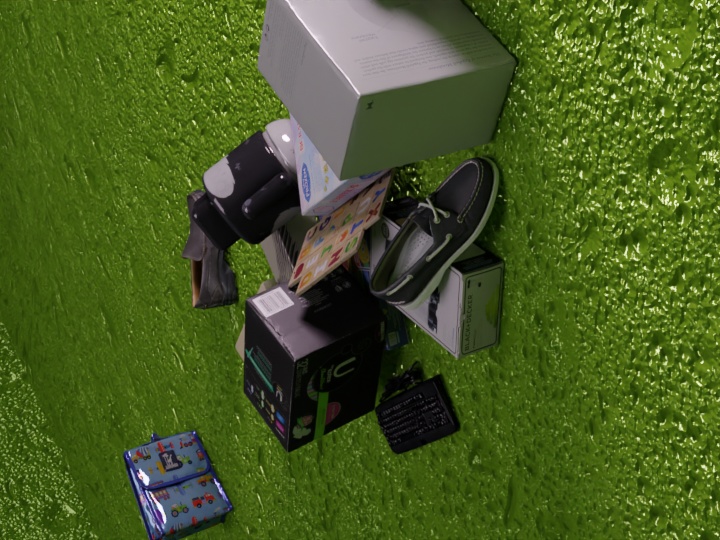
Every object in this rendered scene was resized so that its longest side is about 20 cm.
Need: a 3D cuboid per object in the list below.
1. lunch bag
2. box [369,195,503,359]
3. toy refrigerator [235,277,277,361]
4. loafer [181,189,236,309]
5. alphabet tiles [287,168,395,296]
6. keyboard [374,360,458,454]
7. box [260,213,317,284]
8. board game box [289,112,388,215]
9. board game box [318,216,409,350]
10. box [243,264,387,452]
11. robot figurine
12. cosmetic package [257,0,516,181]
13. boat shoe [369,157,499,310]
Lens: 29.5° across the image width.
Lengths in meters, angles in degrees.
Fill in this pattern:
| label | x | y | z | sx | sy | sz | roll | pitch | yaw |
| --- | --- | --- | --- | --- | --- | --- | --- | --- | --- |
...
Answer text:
| label | x | y | z | sx | sy | sz | roll | pitch | yaw |
| --- | --- | --- | --- | --- | --- | --- | --- | --- | --- |
| lunch bag | -0.356 | 0.403 | 2.604 | 0.201 | 0.150 | 0.094 | 64 | 151 | 18 |
| box | 0.088 | 0.005 | 1.635 | 0.200 | 0.060 | 0.117 | 39 | 137 | 49 |
| toy refrigerator | -0.125 | 0.086 | 2.082 | 0.076 | 0.070 | 0.200 | 55 | 149 | 19 |
| loafer | -0.263 | -0.033 | 2.271 | 0.073 | 0.072 | 0.201 | -6 | 98 | 64 |
| alphabet tiles | -0.023 | -0.057 | 1.712 | 0.200 | 0.006 | 0.167 | -37 | 27 | 45 |
| keyboard | 0.057 | 0.187 | 1.817 | 0.200 | 0.039 | 0.105 | -37 | 72 | 61 |
| box | -0.085 | -0.014 | 1.946 | 0.201 | 0.068 | 0.082 | 65 | 153 | 16 |
| board game box | -0.028 | -0.193 | 1.704 | 0.199 | 0.041 | 0.201 | -30 | 63 | 58 |
| board game box | 0.000 | 0.000 | 1.826 | 0.135 | 0.034 | 0.201 | 8 | 111 | 62 |
| box | -0.064 | 0.114 | 1.806 | 0.124 | 0.148 | 0.201 | 49 | 150 | 32 |
| robot figurine | -0.131 | -0.114 | 1.848 | 0.151 | 0.200 | 0.125 | 57 | -172 | 36 |
| cosmetic package | 0.024 | -0.221 | 1.476 | 0.200 | 0.198 | 0.123 | 54 | 147 | 34 |
| boat shoe | 0.082 | -0.044 | 1.529 | 0.076 | 0.060 | 0.201 | 44 | 109 | 47 |
